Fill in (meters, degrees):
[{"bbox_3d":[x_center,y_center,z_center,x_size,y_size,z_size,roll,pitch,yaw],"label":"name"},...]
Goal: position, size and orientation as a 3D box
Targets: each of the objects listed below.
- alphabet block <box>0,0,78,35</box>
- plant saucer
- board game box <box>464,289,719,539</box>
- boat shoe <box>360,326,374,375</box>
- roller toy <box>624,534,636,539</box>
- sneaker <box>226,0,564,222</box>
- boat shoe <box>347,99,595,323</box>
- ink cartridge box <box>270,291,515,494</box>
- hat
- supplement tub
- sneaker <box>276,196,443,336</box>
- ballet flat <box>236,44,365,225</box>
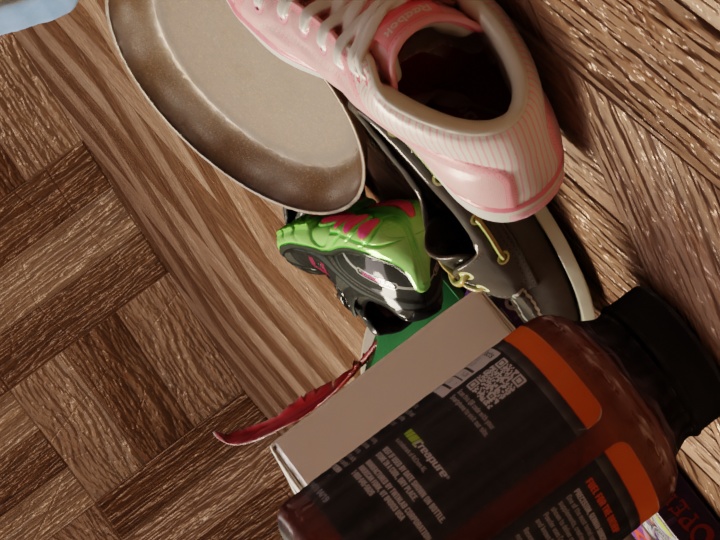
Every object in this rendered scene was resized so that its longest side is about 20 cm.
[{"bbox_3d":[-0.296,-0.268,1.471,0.201,0.195,0.196,59,153,26],"label":"alphabet block"},{"bbox_3d":[-0.069,-0.118,1.416,0.199,0.032,0.201,31,152,18],"label":"plant saucer"},{"bbox_3d":[0.128,0.082,1.317,0.200,0.032,0.120,53,177,10],"label":"board game box"},{"bbox_3d":[0.067,0.116,1.688,0.092,0.075,0.201,17,-132,-45],"label":"boat shoe"},{"bbox_3d":[0.099,0.219,1.493,0.140,0.199,0.183,58,-169,-28],"label":"roller toy"},{"bbox_3d":[0.007,-0.109,0.995,0.200,0.075,0.105,44,174,18],"label":"sneaker"},{"bbox_3d":[0.054,-0.029,1.127,0.072,0.060,0.202,45,168,51],"label":"boat shoe"},{"bbox_3d":[0.036,0.103,1.311,0.085,0.144,0.200,52,174,13],"label":"ink cartridge box"},{"bbox_3d":[0.009,0.101,1.558,0.166,0.176,0.200,52,173,14],"label":"hat"},{"bbox_3d":[0.068,0.093,1.051,0.107,0.199,0.107,53,173,9],"label":"supplement tub"},{"bbox_3d":[0.000,0.000,1.477,0.200,0.076,0.084,-165,57,-75],"label":"sneaker"},{"bbox_3d":[-0.046,-0.089,1.502,0.067,0.057,0.200,48,170,39],"label":"ballet flat"}]
